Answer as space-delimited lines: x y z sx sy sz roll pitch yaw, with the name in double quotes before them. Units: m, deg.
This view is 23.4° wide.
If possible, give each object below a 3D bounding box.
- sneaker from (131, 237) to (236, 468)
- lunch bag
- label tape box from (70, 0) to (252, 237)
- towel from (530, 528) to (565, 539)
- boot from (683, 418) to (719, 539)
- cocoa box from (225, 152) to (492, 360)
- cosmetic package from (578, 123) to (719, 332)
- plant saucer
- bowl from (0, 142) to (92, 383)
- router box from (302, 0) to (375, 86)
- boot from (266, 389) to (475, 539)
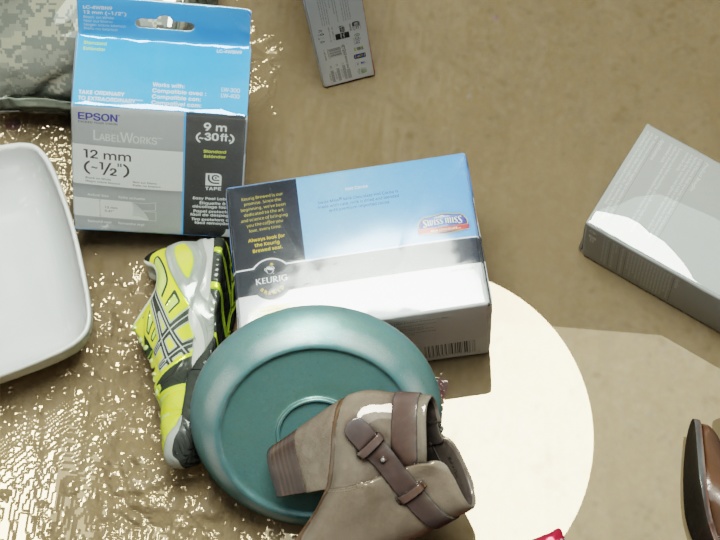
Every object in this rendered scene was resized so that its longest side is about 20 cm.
"sneaker" -0.148 0.070 1.433 0.076 0.076 0.201 -2 60 11
"lunch bag" -0.228 -0.213 1.493 0.198 0.139 0.169 5 72 7
"label tape box" -0.163 -0.121 1.414 0.142 0.201 0.066 4 46 -4
"towel" 0.126 0.317 1.348 0.144 0.023 0.201 -19 71 -3
"boot" 0.360 0.197 1.355 0.198 0.064 0.188 -5 65 -3
"cocoa box" 0.000 0.000 1.406 0.198 0.134 0.132 -8 70 1
"cosmetic package" 0.290 -0.020 1.419 0.199 0.090 0.107 33 77 11
"plant saucer" -0.034 0.121 1.352 0.198 0.202 0.027 -8 28 2
"bowl" -0.327 0.009 1.459 0.198 0.075 0.201 -18 72 -2
"router box" -0.038 -0.281 1.470 0.048 0.200 0.181 -14 71 0
"boot" 0.019 0.188 1.321 0.145 0.070 0.201 -15 106 20
